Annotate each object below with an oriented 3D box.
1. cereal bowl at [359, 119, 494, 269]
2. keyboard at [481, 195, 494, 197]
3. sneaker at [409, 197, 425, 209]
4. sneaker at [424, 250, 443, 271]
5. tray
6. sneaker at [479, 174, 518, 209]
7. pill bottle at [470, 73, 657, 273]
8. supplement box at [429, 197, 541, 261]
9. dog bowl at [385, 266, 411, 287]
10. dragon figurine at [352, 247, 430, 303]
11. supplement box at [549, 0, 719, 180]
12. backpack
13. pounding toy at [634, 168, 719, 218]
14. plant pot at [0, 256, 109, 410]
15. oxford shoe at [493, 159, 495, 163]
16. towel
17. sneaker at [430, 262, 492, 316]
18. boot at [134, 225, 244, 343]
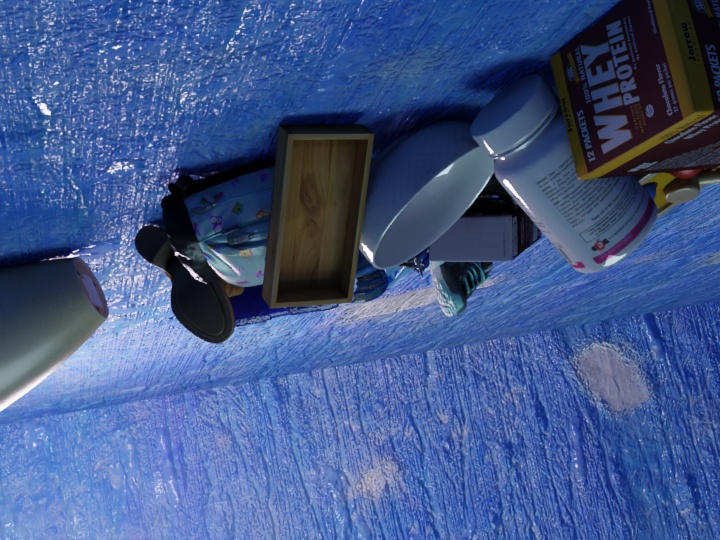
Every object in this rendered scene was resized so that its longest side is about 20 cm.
[{"bbox_3d":[0.063,-0.099,1.465,0.200,0.083,0.200,-40,164,-14],"label":"cereal bowl"},{"bbox_3d":[0.123,-0.110,1.743,0.127,0.021,0.200,-15,168,15],"label":"keyboard"},{"bbox_3d":[-0.025,-0.060,1.586,0.200,0.060,0.104,-37,129,23],"label":"sneaker"},{"bbox_3d":[0.132,-0.056,1.828,0.130,0.080,0.200,-13,-168,-5],"label":"sneaker"},{"bbox_3d":[-0.048,-0.059,1.390,0.098,0.201,0.037,-3,-155,-24],"label":"tray"},{"bbox_3d":[0.204,-0.121,1.595,0.199,0.084,0.077,-14,170,13],"label":"sneaker"},{"bbox_3d":[0.214,-0.103,1.353,0.113,0.200,0.113,-38,-161,16],"label":"pill bottle"},{"bbox_3d":[0.166,-0.056,1.668,0.108,0.061,0.200,0,-170,18],"label":"supplement box"},{"bbox_3d":[0.035,-0.043,1.778,0.049,0.112,0.200,-25,170,-4],"label":"dog bowl"},{"bbox_3d":[0.000,0.000,1.619,0.200,0.099,0.059,-30,141,-21],"label":"dragon figurine"},{"bbox_3d":[0.329,-0.187,1.246,0.199,0.133,0.197,-7,169,-25],"label":"supplement box"},{"bbox_3d":[-0.115,-0.056,1.488,0.199,0.127,0.167,-16,166,3],"label":"backpack"},{"bbox_3d":[0.371,-0.132,1.477,0.184,0.143,0.200,-38,156,34],"label":"pounding toy"},{"bbox_3d":[-0.447,0.067,1.710,0.200,0.188,0.187,-26,168,3],"label":"plant pot"},{"bbox_3d":[0.215,-0.102,1.496,0.200,0.071,0.071,13,133,-46],"label":"oxford shoe"},{"bbox_3d":[-0.135,0.005,1.780,0.199,0.148,0.050,-12,140,1],"label":"towel"},{"bbox_3d":[0.151,0.003,1.876,0.091,0.078,0.200,-17,-160,7],"label":"sneaker"},{"bbox_3d":[-0.199,0.025,1.671,0.077,0.200,0.155,-51,154,7],"label":"boot"}]
